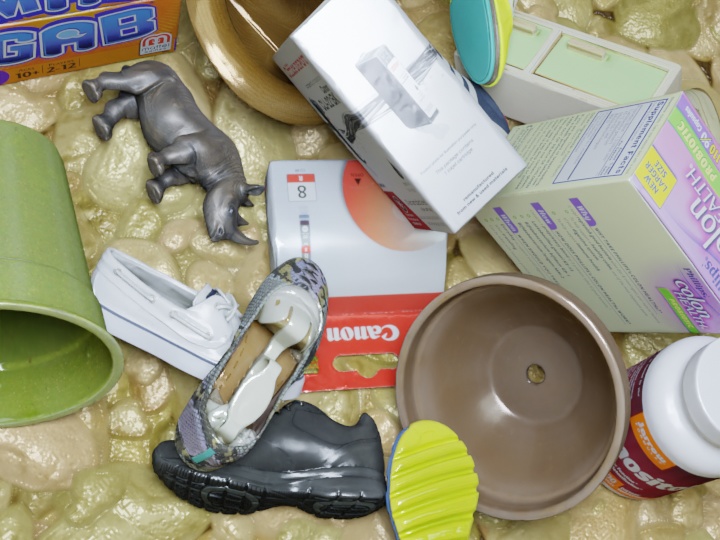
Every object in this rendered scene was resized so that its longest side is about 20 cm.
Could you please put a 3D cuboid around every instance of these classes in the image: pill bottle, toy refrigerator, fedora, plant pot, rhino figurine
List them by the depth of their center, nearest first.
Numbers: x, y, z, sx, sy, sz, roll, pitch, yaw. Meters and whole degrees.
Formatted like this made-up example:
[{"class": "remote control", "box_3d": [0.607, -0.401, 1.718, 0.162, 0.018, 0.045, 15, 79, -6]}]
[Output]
[{"class": "plant pot", "box_3d": [-0.287, -0.005, 0.870, 0.197, 0.201, 0.192, -2, 59, -14]}, {"class": "pill bottle", "box_3d": [0.268, 0.121, 0.935, 0.111, 0.200, 0.115, 4, 70, -11]}, {"class": "plant pot", "box_3d": [0.136, 0.097, 0.947, 0.202, 0.200, 0.092, 55, 29, 9]}, {"class": "rhino figurine", "box_3d": [-0.152, -0.102, 0.987, 0.087, 0.060, 0.201, -38, 87, -33]}, {"class": "fedora", "box_3d": [-0.081, -0.220, 1.022, 0.198, 0.082, 0.204, 8, 75, -29]}, {"class": "toy refrigerator", "box_3d": [0.190, -0.176, 1.045, 0.198, 0.070, 0.076, 26, 65, 28]}]

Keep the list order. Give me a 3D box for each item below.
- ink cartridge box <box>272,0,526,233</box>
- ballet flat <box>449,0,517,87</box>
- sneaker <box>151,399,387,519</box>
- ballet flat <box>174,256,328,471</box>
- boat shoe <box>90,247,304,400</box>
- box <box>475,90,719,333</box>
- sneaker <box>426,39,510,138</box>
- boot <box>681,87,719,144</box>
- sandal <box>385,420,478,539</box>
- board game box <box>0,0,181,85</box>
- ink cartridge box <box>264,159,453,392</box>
[{"class": "ink cartridge box", "box_3d": [0.026, -0.133, 0.917, 0.084, 0.144, 0.201, -41, 99, -5]}, {"class": "ballet flat", "box_3d": [0.108, -0.267, 1.030, 0.066, 0.067, 0.203, -13, 78, -30]}, {"class": "sneaker", "box_3d": [-0.072, 0.151, 0.921, 0.197, 0.076, 0.092, 9, 60, -18]}, {"class": "ballet flat", "box_3d": [-0.070, 0.068, 0.875, 0.071, 0.072, 0.202, 32, 61, -1]}, {"class": "boat shoe", "box_3d": [-0.132, 0.044, 0.925, 0.197, 0.074, 0.066, 23, 104, -6]}, {"class": "box", "box_3d": [0.220, -0.040, 0.950, 0.176, 0.199, 0.097, 47, 65, -23]}, {"class": "sneaker", "box_3d": [0.065, -0.166, 1.037, 0.200, 0.075, 0.085, 46, 25, -19]}, {"class": "boot", "box_3d": [0.284, -0.078, 1.077, 0.153, 0.073, 0.203, -6, 71, -16]}, {"class": "sandal", "box_3d": [0.057, 0.224, 0.908, 0.078, 0.087, 0.203, -1, 73, -13]}, {"class": "board game box", "box_3d": [-0.271, -0.304, 0.953, 0.197, 0.200, 0.203, -15, 75, -17]}, {"class": "ink cartridge box", "box_3d": [0.000, 0.000, 0.995, 0.159, 0.050, 0.203, -2, 69, -14]}]
